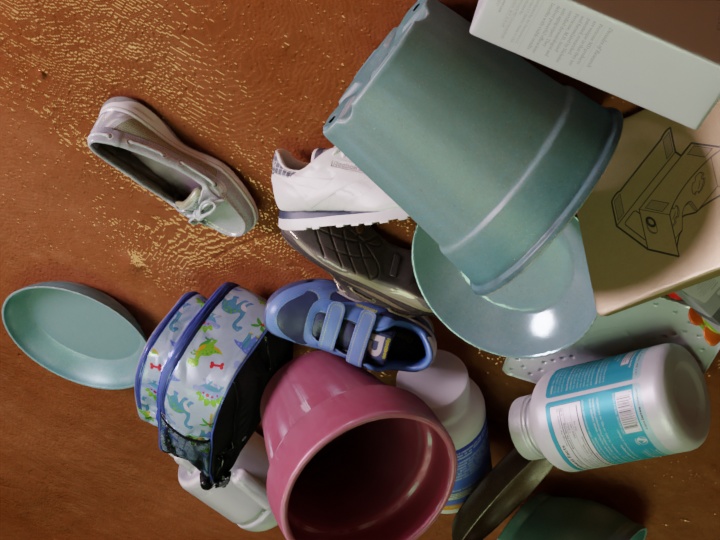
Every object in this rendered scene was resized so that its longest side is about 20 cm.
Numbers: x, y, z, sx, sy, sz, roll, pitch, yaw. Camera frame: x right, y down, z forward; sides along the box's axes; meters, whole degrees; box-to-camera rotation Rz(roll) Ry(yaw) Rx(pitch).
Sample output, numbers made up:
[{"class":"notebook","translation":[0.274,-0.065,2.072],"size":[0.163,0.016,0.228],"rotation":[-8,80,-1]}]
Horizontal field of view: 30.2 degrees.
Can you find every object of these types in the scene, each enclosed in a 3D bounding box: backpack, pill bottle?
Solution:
[{"class":"backpack","translation":[-0.167,0.112,1.513],"size":[0.146,0.183,0.201],"rotation":[28,145,9]},{"class":"pill bottle","translation":[0.093,0.185,1.548],"size":[0.111,0.113,0.201],"rotation":[7,140,15]},{"class":"pill bottle","translation":[0.255,0.148,1.395],"size":[0.199,0.111,0.111],"rotation":[-17,129,38]}]

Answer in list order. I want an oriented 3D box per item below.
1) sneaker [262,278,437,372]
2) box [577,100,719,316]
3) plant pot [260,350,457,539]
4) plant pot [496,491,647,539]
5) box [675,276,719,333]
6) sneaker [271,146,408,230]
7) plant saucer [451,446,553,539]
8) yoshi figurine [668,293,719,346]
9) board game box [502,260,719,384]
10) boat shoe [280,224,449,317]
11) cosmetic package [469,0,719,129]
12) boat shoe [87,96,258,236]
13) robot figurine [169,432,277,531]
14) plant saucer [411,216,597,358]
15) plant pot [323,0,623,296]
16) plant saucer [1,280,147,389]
[{"class":"sneaker","translation":[-0.006,0.062,1.432],"size":[0.198,0.082,0.074],"rotation":[11,108,-15]},{"class":"box","translation":[0.272,-0.067,1.143],"size":[0.021,0.165,0.199],"rotation":[10,155,-43]},{"class":"plant pot","translation":[-0.021,0.186,1.434],"size":[0.198,0.179,0.201],"rotation":[-12,122,-19]},{"class":"plant pot","translation":[0.242,0.360,1.654],"size":[0.134,0.200,0.201],"rotation":[36,147,22]},{"class":"box","translation":[0.385,0.007,1.194],"size":[0.200,0.156,0.041],"rotation":[38,-177,-22]},{"class":"sneaker","translation":[0.003,-0.087,1.290],"size":[0.198,0.076,0.081],"rotation":[-4,97,22]},{"class":"plant saucer","translation":[0.172,0.249,1.551],"size":[0.032,0.200,0.201],"rotation":[43,145,17]},{"class":"yoshi figurine","translation":[0.323,-0.015,1.249],"size":[0.112,0.112,0.200],"rotation":[-43,101,12]},{"class":"board game box","translation":[0.268,0.073,1.411],"size":[0.198,0.026,0.201],"rotation":[17,141,3]},{"class":"boat shoe","translation":[0.000,0.000,1.397],"size":[0.199,0.075,0.073],"rotation":[29,142,-11]},{"class":"cosmetic package","translation":[0.196,-0.202,1.050],"size":[0.199,0.102,0.071],"rotation":[22,141,-5]},{"class":"boat shoe","translation":[-0.192,-0.094,1.372],"size":[0.074,0.065,0.202],"rotation":[-24,125,41]},{"class":"robot figurine","translation":[-0.159,0.267,1.751],"size":[0.200,0.113,0.169],"rotation":[39,176,-23]},{"class":"plant saucer","translation":[0.149,-0.007,1.325],"size":[0.200,0.039,0.202],"rotation":[13,124,21]},{"class":"plant pot","translation":[0.086,-0.118,1.141],"size":[0.196,0.201,0.200],"rotation":[38,139,-9]},{"class":"plant saucer","translation":[-0.347,0.074,1.662],"size":[0.198,0.036,0.201],"rotation":[12,140,10]}]
